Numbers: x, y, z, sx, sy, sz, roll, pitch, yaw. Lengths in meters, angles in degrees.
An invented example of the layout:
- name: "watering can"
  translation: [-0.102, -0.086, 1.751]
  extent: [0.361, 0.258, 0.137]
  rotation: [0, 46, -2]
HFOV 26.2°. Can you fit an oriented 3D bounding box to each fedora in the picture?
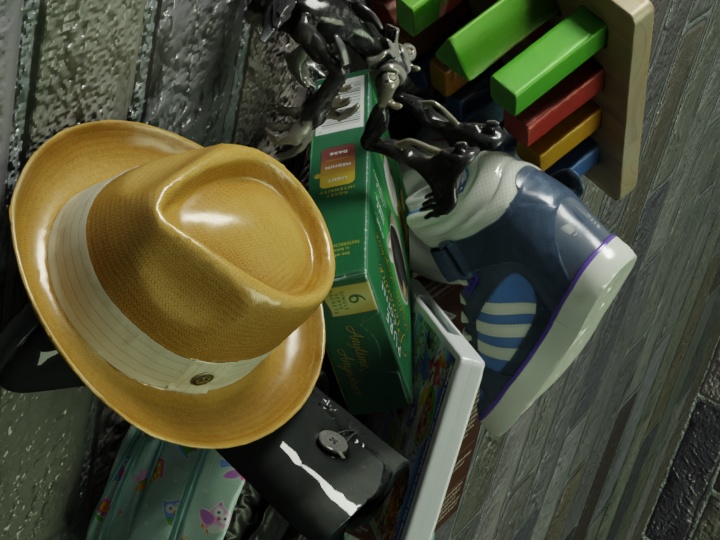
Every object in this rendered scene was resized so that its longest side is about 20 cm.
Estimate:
- name: "fedora"
  translation: [-0.077, -0.008, 0.786]
  extent: [0.082, 0.201, 0.201]
  rotation: [-33, -179, 38]

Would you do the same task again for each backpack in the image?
- name: "backpack"
  translation: [-0.087, 0.126, 1.005]
  extent: [0.200, 0.127, 0.167]
  rotation: [-67, 158, 0]

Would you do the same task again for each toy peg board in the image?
- name: "toy peg board"
  translation: [0.084, -0.141, 1.034]
  extent: [0.098, 0.200, 0.199]
  rotation: [-37, 152, -16]

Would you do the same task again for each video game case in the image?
- name: "video game case"
  translation: [0.030, 0.095, 0.996]
  extent: [0.200, 0.018, 0.143]
  rotation: [-124, -131, -74]

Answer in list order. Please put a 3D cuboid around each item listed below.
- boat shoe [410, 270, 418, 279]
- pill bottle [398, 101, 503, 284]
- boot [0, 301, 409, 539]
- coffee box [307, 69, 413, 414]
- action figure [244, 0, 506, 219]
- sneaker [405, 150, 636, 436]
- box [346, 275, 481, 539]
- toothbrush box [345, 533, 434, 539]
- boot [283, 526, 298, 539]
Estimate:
- name: "boat shoe"
  translation: [0.000, 0.000, 1.148]
  extent: [0.063, 0.071, 0.200]
  rotation: [-71, 160, -2]
- name: "pill bottle"
  translation: [0.089, -0.076, 1.189]
  extent: [0.200, 0.109, 0.109]
  rotation: [-54, 162, -61]
- name: "boot"
  translation: [-0.085, 0.081, 0.841]
  extent: [0.066, 0.200, 0.165]
  rotation: [-51, 169, 35]
- name: "coffee box"
  translation: [0.000, -0.022, 0.988]
  extent: [0.200, 0.044, 0.123]
  rotation: [-90, 166, -45]
- name: "action figure"
  translation: [-0.013, -0.116, 0.905]
  extent: [0.102, 0.200, 0.119]
  rotation: [-33, -159, 37]
- name: "sneaker"
  translation: [0.086, 0.007, 1.037]
  extent: [0.081, 0.146, 0.200]
  rotation: [-40, 163, -40]
- name: "box"
  translation: [0.046, 0.106, 1.167]
  extent: [0.100, 0.075, 0.200]
  rotation: [-31, 141, -56]
- name: "toothbrush box"
  translation: [0.001, 0.269, 1.448]
  extent: [0.146, 0.085, 0.200]
  rotation: [-47, 153, -37]
- name: "boot"
  translation: [-0.039, 0.189, 1.145]
  extent: [0.074, 0.075, 0.200]
  rotation: [-66, -168, -23]
